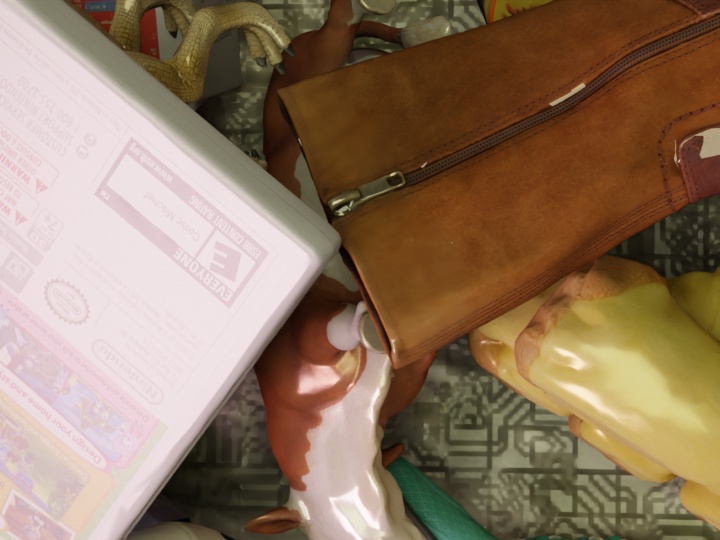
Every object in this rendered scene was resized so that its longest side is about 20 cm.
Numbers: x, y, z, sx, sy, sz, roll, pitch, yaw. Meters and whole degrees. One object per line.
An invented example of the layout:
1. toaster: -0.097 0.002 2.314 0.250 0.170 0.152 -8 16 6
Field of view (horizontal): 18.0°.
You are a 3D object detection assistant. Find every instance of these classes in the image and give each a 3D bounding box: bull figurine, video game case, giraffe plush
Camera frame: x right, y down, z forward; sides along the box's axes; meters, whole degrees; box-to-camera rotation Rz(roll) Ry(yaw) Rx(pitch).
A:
1. bull figurine: 0.000 0.000 0.763 0.065 0.121 0.200 4 70 -24
2. video game case: -0.129 -0.007 0.690 0.200 0.022 0.182 40 119 5
3. giraffe plush: 0.156 0.008 0.745 0.173 0.200 0.162 36 85 -29

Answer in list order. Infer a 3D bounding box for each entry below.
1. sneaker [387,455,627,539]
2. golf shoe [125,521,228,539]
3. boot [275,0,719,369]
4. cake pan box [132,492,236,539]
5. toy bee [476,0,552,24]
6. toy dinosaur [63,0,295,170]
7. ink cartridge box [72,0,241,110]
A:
1. sneaker: 0.080 0.128 0.818 0.200 0.078 0.080 36 72 7
2. golf shoe: -0.134 0.141 0.757 0.200 0.097 0.078 -34 52 17
3. boot: 0.095 -0.025 0.653 0.200 0.068 0.188 -23 59 -11
4. cake pan box: -0.091 0.188 0.845 0.184 0.052 0.200 39 94 7
5. toy bee: 0.086 -0.095 0.788 0.200 0.109 0.131 -40 37 -8
6. toy dinosaur: -0.077 -0.057 0.714 0.101 0.058 0.200 -33 105 -36
7. ink cartridge box: -0.151 -0.101 0.843 0.200 0.084 0.176 -1 102 10
